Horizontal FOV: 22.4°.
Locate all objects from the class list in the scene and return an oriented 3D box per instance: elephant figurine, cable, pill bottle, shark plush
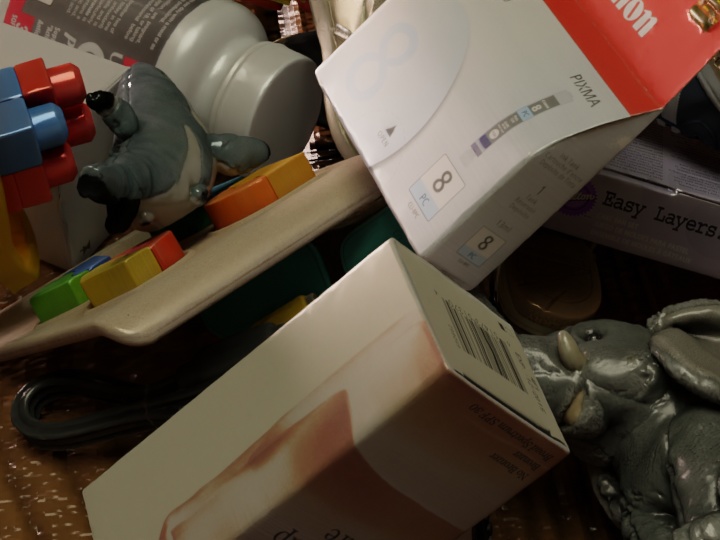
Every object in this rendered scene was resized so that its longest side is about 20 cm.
[{"bbox_3d":[0.147,0.075,0.898,0.141,0.155,0.200,-33,53,4],"label":"elephant figurine"},{"bbox_3d":[-0.088,0.074,0.958,0.199,0.050,0.098,-20,52,15],"label":"cable"},{"bbox_3d":[-0.126,-0.128,1.136,0.199,0.111,0.111,24,49,25],"label":"pill bottle"},{"bbox_3d":[-0.127,-0.059,0.970,0.091,0.084,0.200,-24,10,24],"label":"shark plush"}]

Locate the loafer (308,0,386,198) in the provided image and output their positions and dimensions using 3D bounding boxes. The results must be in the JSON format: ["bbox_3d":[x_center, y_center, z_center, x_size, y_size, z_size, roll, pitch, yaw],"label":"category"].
[{"bbox_3d":[0.019,-0.122,1.045,0.075,0.068,0.201,5,56,-39],"label":"loafer"}]

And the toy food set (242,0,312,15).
[{"bbox_3d":[-0.083,-0.207,1.179,0.197,0.049,0.200,16,13,-20],"label":"toy food set"}]

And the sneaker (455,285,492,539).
[{"bbox_3d":[0.029,0.069,0.961,0.081,0.075,0.201,-5,40,11],"label":"sneaker"}]

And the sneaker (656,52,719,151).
[{"bbox_3d":[0.150,-0.107,1.007,0.200,0.108,0.070,49,32,-3],"label":"sneaker"}]

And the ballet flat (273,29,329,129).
[{"bbox_3d":[0.029,-0.118,1.178,0.199,0.067,0.057,6,4,5],"label":"ballet flat"}]

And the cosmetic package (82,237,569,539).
[{"bbox_3d":[-0.018,0.093,0.835,0.200,0.103,0.087,-40,44,18],"label":"cosmetic package"}]

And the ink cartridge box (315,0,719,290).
[{"bbox_3d":[0.081,-0.112,0.902,0.200,0.047,0.160,-45,43,16],"label":"ink cartridge box"}]

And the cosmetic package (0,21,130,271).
[{"bbox_3d":[-0.238,-0.090,1.100,0.199,0.108,0.085,21,46,19],"label":"cosmetic package"}]

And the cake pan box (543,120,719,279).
[{"bbox_3d":[0.194,-0.064,1.056,0.199,0.053,0.184,16,29,-2],"label":"cake pan box"}]

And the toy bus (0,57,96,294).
[{"bbox_3d":[-0.230,-0.036,0.970,0.191,0.201,0.136,-16,47,-14],"label":"toy bus"}]

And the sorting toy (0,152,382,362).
[{"bbox_3d":[-0.105,-0.011,0.995,0.185,0.037,0.200,-34,14,-30],"label":"sorting toy"}]

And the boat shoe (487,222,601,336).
[{"bbox_3d":[0.100,-0.001,1.030,0.072,0.072,0.200,16,30,-4],"label":"boat shoe"}]

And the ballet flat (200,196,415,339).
[{"bbox_3d":[0.000,0.000,1.003,0.199,0.068,0.062,-20,-9,34],"label":"ballet flat"}]
